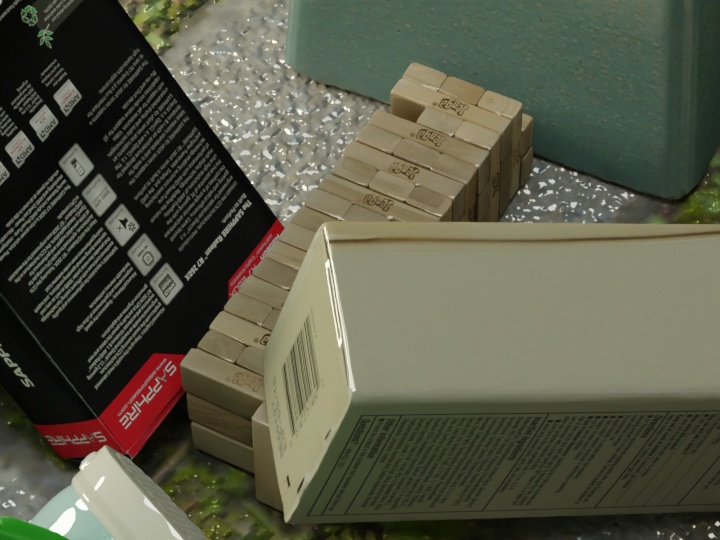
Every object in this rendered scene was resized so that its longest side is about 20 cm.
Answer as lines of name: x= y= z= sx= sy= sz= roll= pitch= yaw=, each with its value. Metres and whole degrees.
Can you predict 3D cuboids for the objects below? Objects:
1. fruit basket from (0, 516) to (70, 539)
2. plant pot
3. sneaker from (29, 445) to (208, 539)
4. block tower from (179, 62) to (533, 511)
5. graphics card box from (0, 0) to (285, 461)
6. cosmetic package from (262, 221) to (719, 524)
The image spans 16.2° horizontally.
fruit basket: x=-0.142 y=0.169 z=0.774 sx=0.215 sy=0.216 sz=0.156 roll=-23 pitch=57 yaw=-17
plant pot: x=0.089 y=-0.190 z=1.071 sx=0.195 sy=0.201 sz=0.197 roll=19 pitch=53 yaw=18
sneaker: x=-0.055 y=0.157 z=0.886 sx=0.082 sy=0.074 sz=0.200 roll=-44 pitch=61 yaw=2
block tower: x=0.000 y=0.000 z=1.011 sx=0.058 sy=0.054 sz=0.200 roll=21 pitch=54 yaw=19
graphics card box: x=-0.123 y=-0.040 z=0.967 sx=0.051 sy=0.200 sz=0.126 roll=-6 pitch=38 yaw=48
cosmetic package: x=0.074 y=0.037 z=0.912 sx=0.199 sy=0.104 sz=0.073 roll=0 pitch=60 yaw=-18
